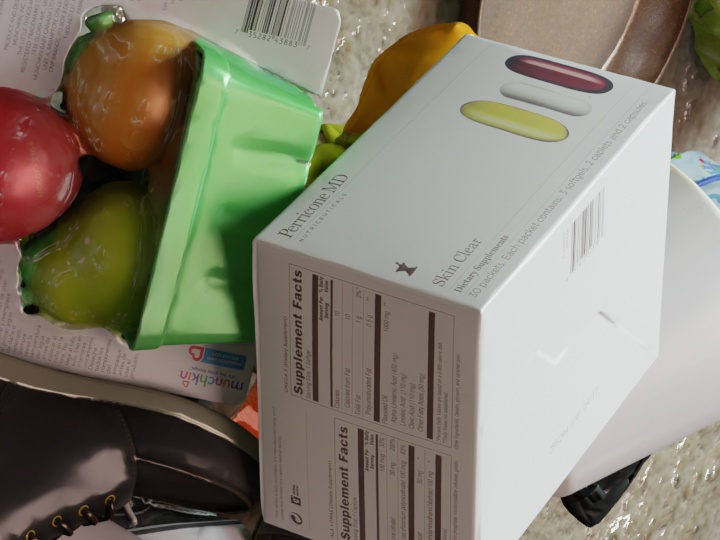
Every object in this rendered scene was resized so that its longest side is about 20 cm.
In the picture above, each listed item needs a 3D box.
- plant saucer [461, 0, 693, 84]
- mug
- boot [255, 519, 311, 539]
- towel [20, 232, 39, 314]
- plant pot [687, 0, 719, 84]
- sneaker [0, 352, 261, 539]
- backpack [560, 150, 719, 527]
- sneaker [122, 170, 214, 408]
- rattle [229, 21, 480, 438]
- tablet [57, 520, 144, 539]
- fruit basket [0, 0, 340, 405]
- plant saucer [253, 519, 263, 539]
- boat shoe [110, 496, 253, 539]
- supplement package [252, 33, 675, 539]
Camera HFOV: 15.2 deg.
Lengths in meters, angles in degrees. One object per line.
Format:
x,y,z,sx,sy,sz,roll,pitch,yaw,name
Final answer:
0.118,-0.159,1.488,0.200,0.034,0.201,-29,130,-40,plant saucer
0.110,0.033,1.413,0.153,0.187,0.150,-34,120,-13,mug
-0.002,0.164,1.410,0.200,0.072,0.182,-35,145,-67,boot
-0.104,0.019,1.320,0.200,0.018,0.086,-6,114,-50,towel
0.295,-0.176,1.593,0.184,0.200,0.201,-42,138,-12,plant pot
-0.134,0.104,1.186,0.199,0.075,0.107,16,66,-23,sneaker
0.158,0.020,1.561,0.200,0.154,0.163,-36,136,-4,backpack
-0.074,-0.010,1.280,0.080,0.070,0.201,-1,99,-54,sneaker
0.000,0.000,1.298,0.130,0.143,0.200,47,50,-17,rattle
-0.116,0.183,1.231,0.200,0.014,0.130,34,61,-27,tablet
-0.124,-0.047,1.172,0.199,0.094,0.186,12,101,-7,fruit basket
0.006,0.174,1.531,0.200,0.032,0.201,-28,128,-42,plant saucer
-0.136,0.124,1.293,0.199,0.068,0.074,-2,156,-39,boat shoe
0.049,0.014,1.213,0.200,0.111,0.156,-47,145,-46,supplement package
